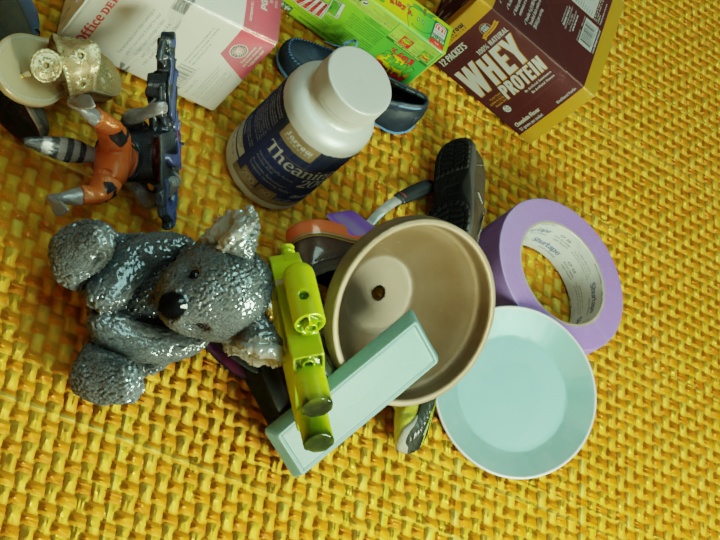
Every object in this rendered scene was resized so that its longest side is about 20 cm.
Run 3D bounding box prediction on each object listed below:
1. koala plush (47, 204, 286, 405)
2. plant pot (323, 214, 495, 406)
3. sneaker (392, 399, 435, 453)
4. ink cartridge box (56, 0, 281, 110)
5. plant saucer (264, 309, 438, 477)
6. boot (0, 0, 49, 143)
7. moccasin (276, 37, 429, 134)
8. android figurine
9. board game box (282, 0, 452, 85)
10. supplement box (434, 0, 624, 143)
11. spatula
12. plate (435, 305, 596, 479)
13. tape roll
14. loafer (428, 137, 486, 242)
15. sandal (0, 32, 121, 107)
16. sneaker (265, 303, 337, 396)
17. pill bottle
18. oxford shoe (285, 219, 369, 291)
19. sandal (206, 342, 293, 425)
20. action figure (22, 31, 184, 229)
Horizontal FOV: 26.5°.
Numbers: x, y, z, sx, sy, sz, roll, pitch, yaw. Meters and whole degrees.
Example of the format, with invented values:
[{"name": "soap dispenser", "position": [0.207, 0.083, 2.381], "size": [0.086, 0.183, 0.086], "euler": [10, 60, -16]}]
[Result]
[{"name": "koala plush", "position": [-0.163, 0.022, 1.461], "size": [0.183, 0.198, 0.180], "euler": [-13, 92, -57]}, {"name": "plant pot", "position": [0.038, 0.034, 1.627], "size": [0.198, 0.092, 0.204], "euler": [-9, 110, -26]}, {"name": "sneaker", "position": [0.053, 0.110, 1.705], "size": [0.075, 0.076, 0.202], "euler": [9, 59, 2]}, {"name": "ink cartridge box", "position": [-0.205, -0.275, 1.645], "size": [0.198, 0.146, 0.084], "euler": [23, 53, -27]}, {"name": "plant saucer", "position": [-0.004, 0.128, 1.567], "size": [0.199, 0.019, 0.070], "euler": [-38, 120, -13]}, {"name": "boot", "position": [-0.349, -0.224, 1.555], "size": [0.096, 0.075, 0.201], "euler": [-29, 84, -40]}, {"name": "moccasin", "position": [-0.005, -0.235, 1.833], "size": [0.198, 0.068, 0.081], "euler": [19, 56, -29]}, {"name": "android figurine", "position": [-0.057, 0.067, 1.473], "size": [0.040, 0.183, 0.202], "euler": [-9, 51, -6]}, {"name": "board game box", "position": [0.003, -0.310, 1.857], "size": [0.199, 0.101, 0.048], "euler": [34, 50, -19]}, {"name": "supplement box", "position": [0.214, -0.320, 2.006], "size": [0.199, 0.132, 0.199], "euler": [37, 49, -16]}, {"name": "spatula", "position": [0.035, -0.074, 1.803], "size": [0.056, 0.021, 0.199], "euler": [39, 40, 18]}, {"name": "plate", "position": [0.176, 0.141, 1.766], "size": [0.197, 0.026, 0.203], "euler": [4, 74, -13]}, {"name": "tape roll", "position": [0.229, 0.016, 1.884], "size": [0.198, 0.065, 0.203], "euler": [17, 58, -29]}, {"name": "loafer", "position": [0.124, -0.062, 1.837], "size": [0.071, 0.072, 0.202], "euler": [39, 53, -42]}, {"name": "sandal", "position": [-0.286, -0.212, 1.540], "size": [0.211, 0.069, 0.079], "euler": [-9, 77, -68]}, {"name": "sneaker", "position": [-0.054, 0.077, 1.622], "size": [0.088, 0.075, 0.201], "euler": [-32, 89, -44]}, {"name": "pill bottle", "position": [-0.054, -0.157, 1.662], "size": [0.110, 0.200, 0.112], "euler": [18, 56, -29]}, {"name": "oxford shoe", "position": [0.000, 0.000, 1.703], "size": [0.198, 0.071, 0.073], "euler": [10, 58, -40]}, {"name": "sandal", "position": [-0.127, 0.083, 1.569], "size": [0.048, 0.075, 0.202], "euler": [-24, 82, -21]}, {"name": "action figure", "position": [-0.244, -0.145, 1.556], "size": [0.193, 0.103, 0.203], "euler": [-6, 101, -65]}]
